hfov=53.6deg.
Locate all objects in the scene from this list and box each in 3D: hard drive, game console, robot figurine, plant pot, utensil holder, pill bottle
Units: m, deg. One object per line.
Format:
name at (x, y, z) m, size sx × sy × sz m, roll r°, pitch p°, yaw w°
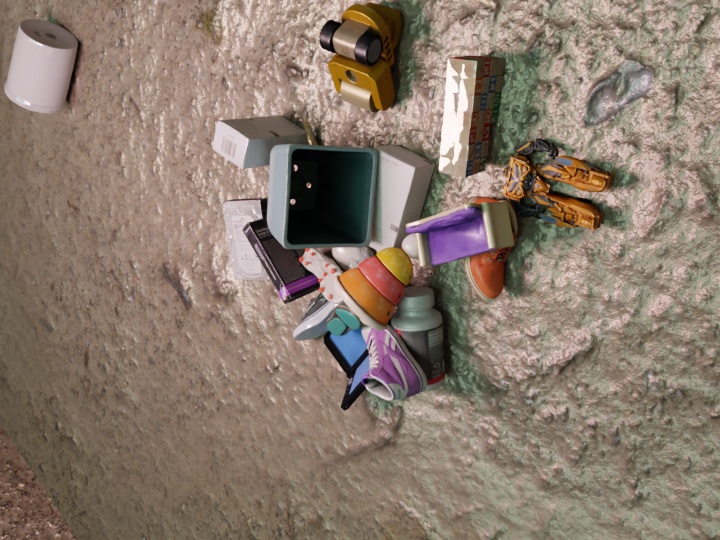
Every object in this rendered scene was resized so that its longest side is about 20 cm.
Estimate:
hard drive at (-0.274, -0.076, 1.774) m, size 0.138 × 0.038 × 0.204 m, roll 3°, pitch 104°, yaw 36°
game console at (-0.016, 0.179, 1.608) m, size 0.115 × 0.177 × 0.201 m, roll 31°, pitch 126°, yaw -8°
robot figurine at (0.340, -0.150, 1.266) m, size 0.198 × 0.058 × 0.148 m, roll 22°, pitch 115°, yaw 30°
plant pot at (-0.100, -0.162, 1.463) m, size 0.199 × 0.193 × 0.200 m, roll 26°, pitch 114°, yaw 59°
utensil holder at (-0.903, -0.580, 2.023) m, size 0.170 × 0.169 × 0.202 m, roll 43°, pitch 122°, yaw 19°
pill bottle at (0.119, 0.141, 1.490) m, size 0.109 × 0.110 × 0.204 m, roll 5°, pitch 107°, yaw 36°

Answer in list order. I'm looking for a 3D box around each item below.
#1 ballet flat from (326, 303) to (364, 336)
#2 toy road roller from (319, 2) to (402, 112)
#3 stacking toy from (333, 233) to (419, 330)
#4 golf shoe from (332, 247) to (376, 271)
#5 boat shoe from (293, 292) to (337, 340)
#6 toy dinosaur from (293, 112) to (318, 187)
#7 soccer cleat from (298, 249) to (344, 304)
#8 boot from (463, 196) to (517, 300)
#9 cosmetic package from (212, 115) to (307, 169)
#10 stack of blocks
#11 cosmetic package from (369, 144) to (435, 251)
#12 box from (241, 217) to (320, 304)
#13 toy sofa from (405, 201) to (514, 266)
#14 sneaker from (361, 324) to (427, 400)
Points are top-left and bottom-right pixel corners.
ballet flat at (-0.024, 0.094, 1.535) m, size 0.067 × 0.064 × 0.200 m, roll 44°, pitch 158°, yaw -3°
toy road roller at (0.019, -0.431, 1.408) m, size 0.122 × 0.147 × 0.201 m, roll 27°, pitch 156°, yaw 27°
stacking toy at (0.056, 0.005, 1.411) m, size 0.200 × 0.146 × 0.146 m, roll -46°, pitch 74°, yaw 9°
golf shoe at (0.000, 0.000, 1.549) m, size 0.199 × 0.097 × 0.079 m, roll 34°, pitch 124°, yaw 26°
boat shoe at (-0.093, 0.096, 1.676) m, size 0.199 × 0.071 × 0.072 m, roll -39°, pitch 56°, yaw 34°
toy dinosaur at (-0.103, -0.244, 1.592) m, size 0.100 × 0.058 × 0.203 m, roll -21°, pitch 97°, yaw 24°
soccer cleat at (-0.066, 0.011, 1.577) m, size 0.070 × 0.077 × 0.200 m, roll -55°, pitch 41°, yaw 11°
boot at (0.251, -0.038, 1.341) m, size 0.107 × 0.074 × 0.204 m, roll 7°, pitch 109°, yaw 56°
cosmetic package at (-0.215, -0.284, 1.560) m, size 0.101 × 0.199 × 0.075 m, roll 33°, pitch 122°, yaw 23°
stack of blocks at (0.202, -0.282, 1.296) m, size 0.058 × 0.114 × 0.204 m, roll 17°, pitch 114°, yaw 32°
cosmetic package at (0.067, -0.144, 1.463) m, size 0.112 × 0.081 × 0.203 m, roll 28°, pitch 120°, yaw 30°
box at (-0.169, -0.034, 1.638) m, size 0.036 × 0.142 × 0.202 m, roll -35°, pitch 81°, yaw 39°
toy sofa at (0.176, -0.063, 1.306) m, size 0.199 × 0.096 × 0.085 m, roll -16°, pitch 82°, yaw 53°
sneaker at (0.035, 0.177, 1.427) m, size 0.201 × 0.113 × 0.074 m, roll 47°, pitch 139°, yaw 39°
